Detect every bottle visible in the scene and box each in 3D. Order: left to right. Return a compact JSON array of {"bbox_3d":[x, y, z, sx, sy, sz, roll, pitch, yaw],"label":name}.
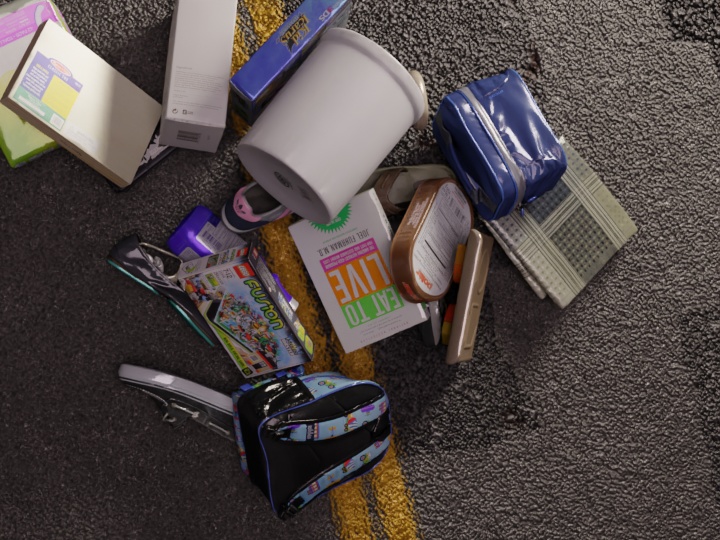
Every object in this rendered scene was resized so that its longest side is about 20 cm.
[{"bbox_3d":[-0.175,-0.001,1.664,0.200,0.084,0.065,42,124,-12],"label":"bottle"}]

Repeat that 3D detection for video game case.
[{"bbox_3d":[-0.095,-0.295,1.614,0.045,0.181,0.200,42,83,-1],"label":"video game case"}]

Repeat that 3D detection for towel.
[{"bbox_3d":[0.297,-0.070,1.784,0.193,0.035,0.200,-44,99,-18],"label":"towel"}]

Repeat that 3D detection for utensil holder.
[{"bbox_3d":[-0.042,-0.186,1.555,0.170,0.170,0.200,42,75,-11],"label":"utensil holder"}]

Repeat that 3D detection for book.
[{"bbox_3d":[0.000,0.000,1.692,0.133,0.048,0.201,-23,97,18],"label":"book"}]

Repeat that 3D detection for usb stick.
[{"bbox_3d":[-0.276,-0.186,1.658,0.200,0.033,0.056,-40,93,-8],"label":"usb stick"}]

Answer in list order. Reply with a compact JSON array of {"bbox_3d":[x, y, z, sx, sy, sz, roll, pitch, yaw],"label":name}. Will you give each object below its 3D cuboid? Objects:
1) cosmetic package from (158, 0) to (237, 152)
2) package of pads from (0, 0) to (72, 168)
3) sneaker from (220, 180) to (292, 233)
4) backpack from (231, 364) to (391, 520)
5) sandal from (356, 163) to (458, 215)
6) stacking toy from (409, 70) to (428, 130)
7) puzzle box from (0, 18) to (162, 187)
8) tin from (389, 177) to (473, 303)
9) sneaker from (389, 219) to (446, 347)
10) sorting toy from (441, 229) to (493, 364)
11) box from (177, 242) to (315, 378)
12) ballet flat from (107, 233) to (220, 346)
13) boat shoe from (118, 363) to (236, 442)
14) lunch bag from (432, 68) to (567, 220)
[{"bbox_3d":[-0.219,-0.274,1.603,0.084,0.108,0.201,8,76,-12],"label":"cosmetic package"},{"bbox_3d":[-0.443,-0.259,1.598,0.154,0.068,0.201,-27,101,-10],"label":"package of pads"},{"bbox_3d":[-0.098,-0.115,1.659,0.200,0.082,0.070,-34,91,-25],"label":"sneaker"},{"bbox_3d":[-0.062,0.219,1.658,0.199,0.134,0.183,-21,123,-22],"label":"backpack"},{"bbox_3d":[0.048,-0.116,1.719,0.200,0.057,0.080,-15,96,-11],"label":"sandal"},{"bbox_3d":[-0.008,-0.231,1.698,0.199,0.085,0.086,-8,95,-5],"label":"stacking toy"},{"bbox_3d":[-0.360,-0.218,1.560,0.200,0.025,0.133,38,57,-32],"label":"puzzle box"},{"bbox_3d":[0.102,-0.045,1.667,0.112,0.042,0.200,49,51,-31],"label":"tin"},{"bbox_3d":[0.073,0.018,1.735,0.084,0.074,0.201,-11,101,13],"label":"sneaker"},{"bbox_3d":[0.149,0.037,1.684,0.036,0.200,0.186,11,90,11],"label":"sorting toy"},{"bbox_3d":[-0.154,0.058,1.630,0.110,0.035,0.200,-16,127,19],"label":"box"},{"bbox_3d":[-0.258,0.020,1.655,0.200,0.073,0.073,40,84,-9],"label":"ballet flat"},{"bbox_3d":[-0.248,0.187,1.661,0.199,0.072,0.071,22,84,-15],"label":"boat shoe"},{"bbox_3d":[0.191,-0.167,1.689,0.132,0.136,0.200,-25,75,-12],"label":"lunch bag"}]
